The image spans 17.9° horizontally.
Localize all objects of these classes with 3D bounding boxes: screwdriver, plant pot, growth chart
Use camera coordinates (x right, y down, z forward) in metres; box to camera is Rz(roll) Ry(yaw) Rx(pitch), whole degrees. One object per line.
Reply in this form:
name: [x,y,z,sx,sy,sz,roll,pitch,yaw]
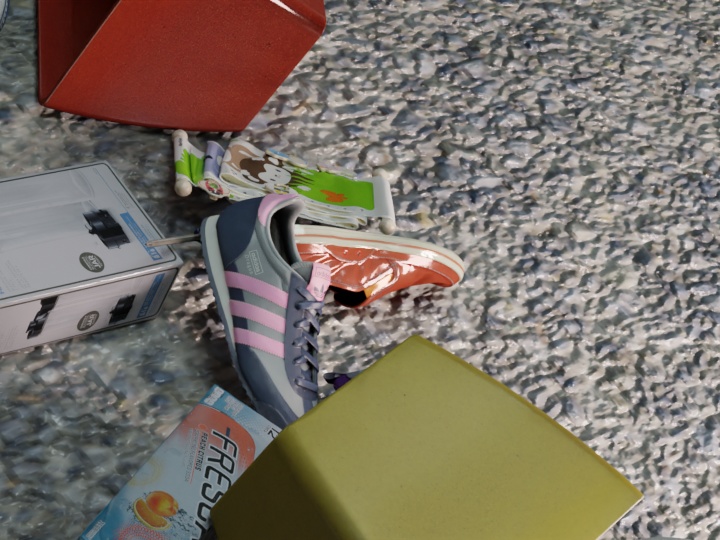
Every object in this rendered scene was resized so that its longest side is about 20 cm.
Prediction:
screwdriver: [-0.125,-0.028,1.705,0.200,0.028,0.029,4,73,-73]
plant pot: [0.022,0.165,1.461,0.200,0.200,0.177,-36,81,-36]
plant pot: [-0.139,-0.230,1.865,0.176,0.200,0.200,22,37,-28]
growth chart: [-0.062,-0.072,1.841,0.199,0.018,0.145,11,23,-17]

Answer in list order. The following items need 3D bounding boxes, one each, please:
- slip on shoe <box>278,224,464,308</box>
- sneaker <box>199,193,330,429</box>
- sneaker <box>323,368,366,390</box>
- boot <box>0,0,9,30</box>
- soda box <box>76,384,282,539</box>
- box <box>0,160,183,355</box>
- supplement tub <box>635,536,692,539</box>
slip on shoe: [0.000,0.000,1.802,0.200,0.074,0.061,6,87,-42]
sneaker: [-0.054,0.035,1.667,0.070,0.082,0.201,22,45,-65]
sneaker: [0.015,0.156,1.648,0.087,0.075,0.200,-8,52,8]
boot: [-0.294,-0.259,1.887,0.090,0.073,0.201,27,47,-44]
soda box: [-0.127,0.161,1.523,0.063,0.068,0.200,34,37,4]
box: [-0.242,-0.007,1.644,0.200,0.060,0.117,-13,55,-41]
supplement tub: [0.206,0.293,1.539,0.140,0.141,0.200,22,39,-10]
